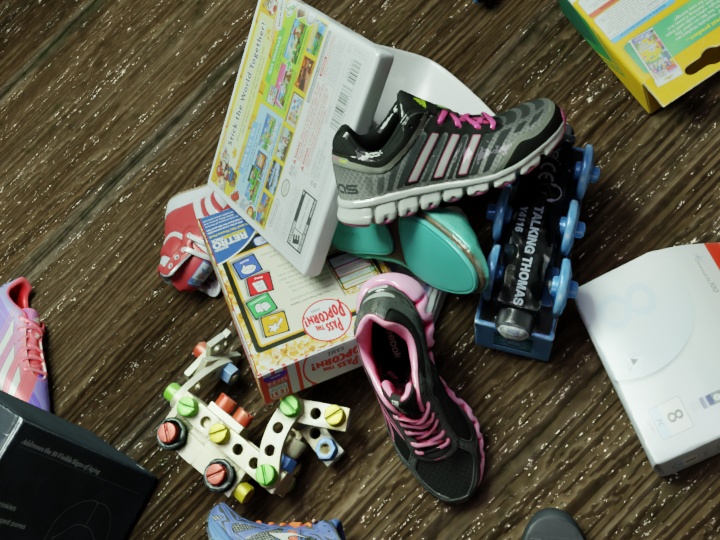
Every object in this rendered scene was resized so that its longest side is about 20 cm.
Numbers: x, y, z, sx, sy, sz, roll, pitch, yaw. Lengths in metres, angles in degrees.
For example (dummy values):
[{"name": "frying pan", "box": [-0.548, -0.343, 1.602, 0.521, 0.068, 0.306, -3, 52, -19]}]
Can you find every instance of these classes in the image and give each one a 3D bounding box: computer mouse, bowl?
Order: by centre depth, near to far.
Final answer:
[{"name": "computer mouse", "box": [0.140, 0.284, 0.681, 0.057, 0.034, 0.204, 6, 72, 11]}, {"name": "bowl", "box": [0.034, -0.142, 0.869, 0.201, 0.197, 0.075, 55, 129, 37]}]

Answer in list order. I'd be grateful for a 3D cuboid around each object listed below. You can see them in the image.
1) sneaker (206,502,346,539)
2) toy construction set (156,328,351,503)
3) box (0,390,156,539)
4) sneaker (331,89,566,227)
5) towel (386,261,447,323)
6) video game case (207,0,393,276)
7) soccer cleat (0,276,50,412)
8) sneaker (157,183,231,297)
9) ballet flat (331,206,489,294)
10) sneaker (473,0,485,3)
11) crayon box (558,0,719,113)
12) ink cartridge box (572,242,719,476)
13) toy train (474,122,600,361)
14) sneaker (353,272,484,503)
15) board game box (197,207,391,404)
[{"name": "sneaker", "box": [-0.047, 0.246, 0.775, 0.197, 0.076, 0.079, 20, 66, 25]}, {"name": "toy construction set", "box": [-0.110, 0.134, 0.841, 0.199, 0.092, 0.132, 32, 82, 35]}, {"name": "box", "box": [-0.328, 0.231, 0.836, 0.123, 0.200, 0.199, 22, 75, 34]}, {"name": "sneaker", "box": [0.063, -0.105, 0.712, 0.196, 0.089, 0.074, -19, 22, 5]}, {"name": "towel", "box": [0.000, 0.000, 0.898, 0.197, 0.024, 0.149, 15, 72, 32]}, {"name": "video game case", "box": [-0.062, -0.128, 0.809, 0.182, 0.023, 0.203, 40, 119, 40]}, {"name": "soccer cleat", "box": [-0.384, 0.088, 1.024, 0.076, 0.067, 0.200, -38, 52, -2]}, {"name": "sneaker", "box": [-0.143, -0.040, 0.943, 0.198, 0.071, 0.115, -20, 54, 43]}, {"name": "ballet flat", "box": [0.050, -0.035, 0.770, 0.070, 0.068, 0.198, -30, 30, -30]}, {"name": "sneaker", "box": [0.178, -0.372, 0.970, 0.082, 0.071, 0.200, 32, 79, 41]}, {"name": "crayon box", "box": [0.287, -0.239, 0.859, 0.125, 0.052, 0.202, -32, 54, 8]}, {"name": "ink cartridge box", "box": [0.288, 0.045, 0.713, 0.198, 0.047, 0.162, -29, 55, 14]}, {"name": "toy train", "box": [0.149, -0.027, 0.779, 0.085, 0.115, 0.203, 12, 68, 11]}, {"name": "sneaker", "box": [0.042, 0.107, 0.732, 0.078, 0.095, 0.203, -22, 99, 14]}, {"name": "board game box", "box": [-0.054, 0.008, 0.846, 0.149, 0.047, 0.202, -19, 51, -10]}]
